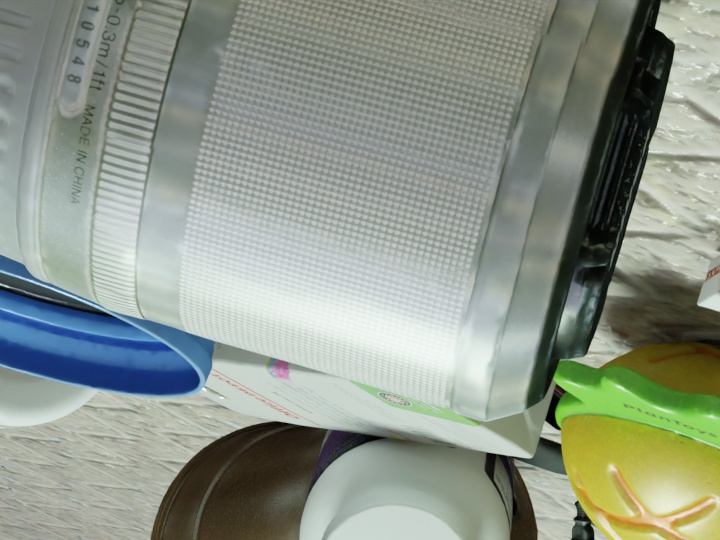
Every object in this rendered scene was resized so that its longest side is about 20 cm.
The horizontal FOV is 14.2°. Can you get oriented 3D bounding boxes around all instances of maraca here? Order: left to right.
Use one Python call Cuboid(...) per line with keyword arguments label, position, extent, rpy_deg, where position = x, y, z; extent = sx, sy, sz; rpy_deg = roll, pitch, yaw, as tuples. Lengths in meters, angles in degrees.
Cuboid(label="maraca", position=(0.153, 0.083, 1.352), extent=(0.137, 0.107, 0.200), rpy_deg=(14, 166, 16))

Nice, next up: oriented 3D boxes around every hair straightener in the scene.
Cuboid(label="hair straightener", position=(0.122, 0.121, 1.609), extent=(0.041, 0.077, 0.200), rpy_deg=(3, 161, 28))

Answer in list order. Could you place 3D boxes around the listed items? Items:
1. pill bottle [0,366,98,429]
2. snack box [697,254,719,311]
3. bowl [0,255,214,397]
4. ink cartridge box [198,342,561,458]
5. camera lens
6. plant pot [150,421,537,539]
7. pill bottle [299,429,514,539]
Cuboid(label="pill bottle", position=(-0.216, 0.030, 1.590), extent=(0.120, 0.120, 0.200), rpy_deg=(23, 166, -22))
Cuboid(label="snack box", position=(0.245, 0.030, 1.202), extent=(0.200, 0.024, 0.072), rpy_deg=(19, 168, -6))
Cuboid(label="bowl", position=(-0.159, 0.005, 1.295), extent=(0.200, 0.039, 0.201), rpy_deg=(16, 165, 4))
Cuboid(label="ink cartridge box", position=(-0.012, 0.038, 1.469), extent=(0.200, 0.067, 0.117), rpy_deg=(5, 163, 39))
Cuboid(label="camera lens", position=(-0.010, -0.050, 0.917), extent=(0.200, 0.160, 0.160), rpy_deg=(16, 167, 6))
Cuboid(label="plant pot", position=(-0.001, 0.173, 1.770), extent=(0.200, 0.200, 0.198), rpy_deg=(23, 158, -20))
Cuboid(label="pill bottle", position=(0.025, 0.132, 1.548), extent=(0.111, 0.112, 0.200), rpy_deg=(18, -166, 0))
